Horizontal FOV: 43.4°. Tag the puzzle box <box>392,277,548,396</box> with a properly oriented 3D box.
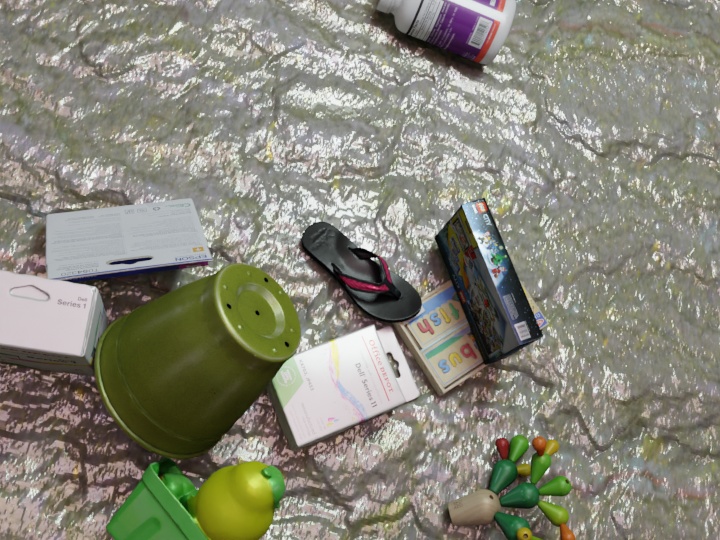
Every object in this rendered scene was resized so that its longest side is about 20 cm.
[{"bbox_3d":[0.157,0.074,1.301,0.200,0.025,0.133,-31,83,-20],"label":"puzzle box"}]

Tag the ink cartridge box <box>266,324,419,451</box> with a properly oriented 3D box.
[{"bbox_3d":[-0.019,0.149,1.214,0.199,0.067,0.118,-20,78,-18],"label":"ink cartridge box"}]

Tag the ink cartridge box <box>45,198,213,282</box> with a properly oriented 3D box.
[{"bbox_3d":[-0.297,-0.028,1.152,0.195,0.200,0.043,-7,120,-15],"label":"ink cartridge box"}]

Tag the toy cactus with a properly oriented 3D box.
[{"bbox_3d":[0.197,0.302,1.192,0.164,0.102,0.201,-16,49,8],"label":"toy cactus"}]

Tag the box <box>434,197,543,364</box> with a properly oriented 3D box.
[{"bbox_3d":[0.170,0.018,1.234,0.038,0.137,0.201,-18,78,-15],"label":"box"}]

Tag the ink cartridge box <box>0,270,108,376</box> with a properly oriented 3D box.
[{"bbox_3d":[-0.386,0.067,1.081,0.144,0.200,0.084,10,75,-10],"label":"ink cartridge box"}]

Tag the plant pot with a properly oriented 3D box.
[{"bbox_3d":[-0.179,0.092,1.083,0.200,0.193,0.201,34,36,-29],"label":"plant pot"}]

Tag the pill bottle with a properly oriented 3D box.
[{"bbox_3d":[0.131,-0.403,1.395,0.199,0.112,0.113,20,70,-6],"label":"pill bottle"}]

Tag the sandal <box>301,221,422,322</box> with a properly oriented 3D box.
[{"bbox_3d":[0.000,0.000,1.264,0.200,0.045,0.075,39,63,8],"label":"sandal"}]

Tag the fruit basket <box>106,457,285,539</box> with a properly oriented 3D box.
[{"bbox_3d":[-0.172,0.299,1.084,0.214,0.156,0.217,0,83,-1],"label":"fruit basket"}]
